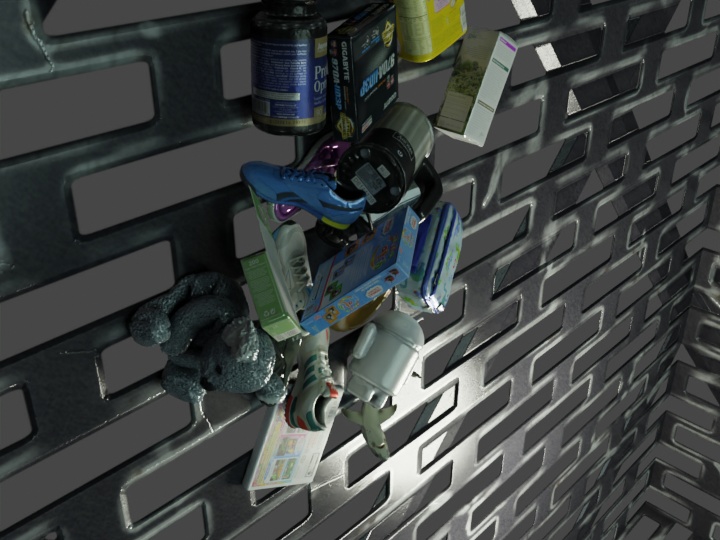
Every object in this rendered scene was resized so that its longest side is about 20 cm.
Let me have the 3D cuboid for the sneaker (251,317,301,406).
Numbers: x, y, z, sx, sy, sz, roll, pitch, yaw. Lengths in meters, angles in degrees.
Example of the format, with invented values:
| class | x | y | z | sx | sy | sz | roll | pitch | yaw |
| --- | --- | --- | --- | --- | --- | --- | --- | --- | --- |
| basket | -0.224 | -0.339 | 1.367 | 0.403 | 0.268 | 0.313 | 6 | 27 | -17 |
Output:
| class | x | y | z | sx | sy | sz | roll | pitch | yaw |
| --- | --- | --- | --- | --- | --- | --- | --- | --- | --- |
| sneaker | -0.169 | 0.151 | 1.312 | 0.112 | 0.077 | 0.201 | 2 | 137 | -17 |

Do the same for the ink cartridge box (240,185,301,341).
| class | x | y | z | sx | sy | sz | roll | pitch | yaw |
| --- | --- | --- | --- | --- | --- | --- | --- | --- | --- |
| ink cartridge box | -0.143 | -0.006 | 1.167 | 0.047 | 0.204 | 0.146 | -20 | 167 | -1 |

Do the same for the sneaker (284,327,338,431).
| class | x | y | z | sx | sy | sz | roll | pitch | yaw |
| --- | --- | --- | --- | --- | --- | --- | --- | --- | --- |
| sneaker | -0.070 | 0.188 | 1.403 | 0.070 | 0.092 | 0.204 | 21 | 79 | -50 |

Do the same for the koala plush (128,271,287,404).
| class | x | y | z | sx | sy | sz | roll | pitch | yaw |
| --- | --- | --- | --- | --- | --- | --- | --- | --- | --- |
| koala plush | -0.195 | 0.108 | 1.147 | 0.184 | 0.198 | 0.179 | -44 | 137 | -25 |

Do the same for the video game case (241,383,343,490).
| class | x | y | z | sx | sy | sz | roll | pitch | yaw |
| --- | --- | --- | --- | --- | --- | --- | --- | --- | --- |
| video game case | -0.124 | 0.310 | 1.481 | 0.180 | 0.023 | 0.204 | 11 | 101 | -51 |

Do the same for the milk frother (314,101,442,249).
| class | x | y | z | sx | sy | sz | roll | pitch | yaw |
| --- | --- | --- | --- | --- | --- | --- | --- | --- | --- |
| milk frother | 0.021 | -0.152 | 1.321 | 0.183 | 0.197 | 0.189 | 64 | 31 | -20 |

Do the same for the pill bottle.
| class | x | y | z | sx | sy | sz | roll | pitch | yaw |
| --- | --- | --- | --- | --- | --- | --- | --- | --- | --- |
| pill bottle | -0.101 | -0.303 | 1.116 | 0.111 | 0.111 | 0.204 | -22 | 126 | -41 |

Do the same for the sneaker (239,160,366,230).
| class | x | y | z | sx | sy | sz | roll | pitch | yaw |
| --- | --- | --- | --- | --- | --- | --- | --- | --- | --- |
| sneaker | -0.083 | -0.132 | 1.195 | 0.197 | 0.067 | 0.079 | 21 | 135 | -17 |

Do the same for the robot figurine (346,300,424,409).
| class | x | y | z | sx | sy | sz | roll | pitch | yaw |
| --- | --- | --- | --- | --- | --- | --- | --- | --- | --- |
| robot figurine | 0.051 | 0.164 | 1.540 | 0.169 | 0.112 | 0.202 | 36 | 81 | -43 |

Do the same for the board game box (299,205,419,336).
| class | x | y | z | sx | sy | sz | roll | pitch | yaw |
| --- | --- | --- | --- | --- | --- | --- | --- | --- | --- |
| board game box | 0.000 | 0.000 | 1.221 | 0.037 | 0.199 | 0.153 | 43 | 33 | -21 |

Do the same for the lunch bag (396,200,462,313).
| class | x | y | z | sx | sy | sz | roll | pitch | yaw |
| --- | --- | --- | --- | --- | --- | --- | --- | --- | --- |
| lunch bag | 0.136 | -0.027 | 1.522 | 0.161 | 0.081 | 0.204 | 50 | 55 | -63 |

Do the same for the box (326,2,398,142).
| class | x | y | z | sx | sy | sz | roll | pitch | yaw |
| --- | --- | --- | --- | --- | --- | --- | --- | --- | --- |
| box | 0.007 | -0.314 | 1.236 | 0.201 | 0.045 | 0.162 | -55 | 147 | -52 |

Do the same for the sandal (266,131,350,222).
| class | x | y | z | sx | sy | sz | roll | pitch | yaw |
| --- | --- | --- | --- | --- | --- | --- | --- | --- | --- |
| sandal | -0.071 | -0.145 | 1.284 | 0.203 | 0.049 | 0.083 | -49 | 141 | -23 |

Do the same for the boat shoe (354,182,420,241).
| class | x | y | z | sx | sy | sz | roll | pitch | yaw |
| --- | --- | --- | --- | --- | --- | --- | --- | --- | --- |
| boat shoe | 0.061 | -0.115 | 1.451 | 0.199 | 0.070 | 0.092 | -33 | 139 | -30 |

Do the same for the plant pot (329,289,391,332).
| class | x | y | z | sx | sy | sz | roll | pitch | yaw |
| --- | --- | --- | --- | --- | --- | --- | --- | --- | --- |
| plant pot | 0.015 | 0.035 | 1.445 | 0.200 | 0.027 | 0.202 | -45 | 157 | -24 |

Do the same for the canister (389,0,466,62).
| class | x | y | z | sx | sy | sz | roll | pitch | yaw |
| --- | --- | --- | --- | --- | --- | --- | --- | --- | --- |
| canister | 0.107 | -0.468 | 1.300 | 0.148 | 0.086 | 0.202 | -42 | 137 | -27 |

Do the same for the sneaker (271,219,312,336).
| class | x | y | z | sx | sy | sz | roll | pitch | yaw |
| --- | --- | --- | --- | --- | --- | --- | --- | --- | --- |
| sneaker | -0.102 | 0.017 | 1.304 | 0.074 | 0.086 | 0.204 | -23 | 124 | -38 |

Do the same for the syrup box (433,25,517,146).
| class | x | y | z | sx | sy | sz | roll | pitch | yaw |
| --- | --- | --- | --- | --- | --- | --- | --- | --- | --- |
| syrup box | 0.219 | -0.350 | 1.499 | 0.081 | 0.078 | 0.204 | 13 | 98 | -51 |

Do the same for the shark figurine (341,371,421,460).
| class | x | y | z | sx | sy | sz | roll | pitch | yaw |
| --- | --- | --- | --- | --- | --- | --- | --- | --- | --- |
| shark figurine | 0.036 | 0.280 | 1.634 | 0.090 | 0.126 | 0.217 | 102 | 13 | -57 |
